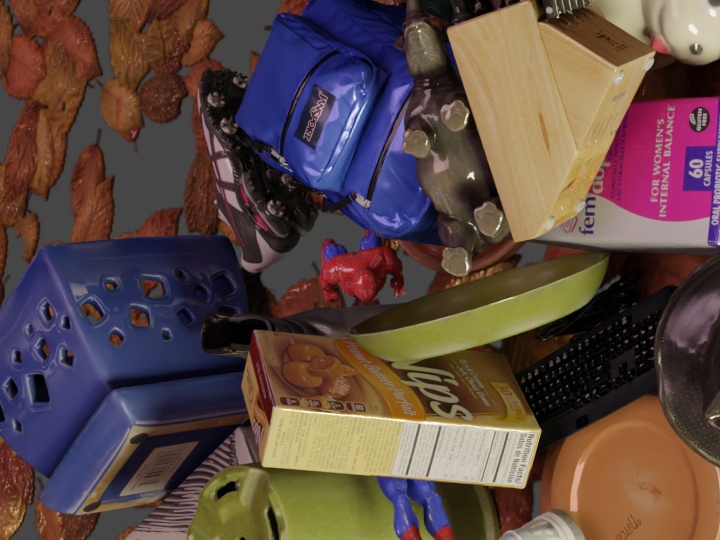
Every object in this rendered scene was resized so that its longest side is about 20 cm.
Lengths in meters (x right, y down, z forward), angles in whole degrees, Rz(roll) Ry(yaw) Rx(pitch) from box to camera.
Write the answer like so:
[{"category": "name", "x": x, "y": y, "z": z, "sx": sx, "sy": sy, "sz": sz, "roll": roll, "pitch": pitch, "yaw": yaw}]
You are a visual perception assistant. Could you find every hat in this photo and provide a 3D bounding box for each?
[{"category": "hat", "x": 0.273, "y": 0.074, "z": 1.238, "sx": 0.200, "sy": 0.081, "sz": 0.201, "roll": 10, "pitch": 112, "yaw": 25}]

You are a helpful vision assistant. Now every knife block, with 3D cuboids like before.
[{"category": "knife block", "x": 0.099, "y": -0.145, "z": 1.307, "sx": 0.176, "sy": 0.064, "sz": 0.200, "roll": 35, "pitch": 122, "yaw": 21}]

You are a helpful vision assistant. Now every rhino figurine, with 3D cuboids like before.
[{"category": "rhino figurine", "x": 0.059, "y": -0.100, "z": 1.345, "sx": 0.060, "sy": 0.087, "sz": 0.200, "roll": -15, "pitch": 96, "yaw": 13}]

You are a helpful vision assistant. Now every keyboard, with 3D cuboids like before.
[{"category": "keyboard", "x": 0.155, "y": 0.065, "z": 1.418, "sx": 0.200, "sy": 0.040, "sz": 0.104, "roll": -35, "pitch": 39, "yaw": 46}]

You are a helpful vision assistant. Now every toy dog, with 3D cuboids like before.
[{"category": "toy dog", "x": 0.208, "y": -0.205, "z": 1.376, "sx": 0.194, "sy": 0.140, "sz": 0.200, "roll": -41, "pitch": 40, "yaw": -21}]

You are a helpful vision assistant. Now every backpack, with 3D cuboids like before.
[{"category": "backpack", "x": 0.015, "y": -0.106, "z": 1.476, "sx": 0.200, "sy": 0.168, "sz": 0.163, "roll": 36, "pitch": 116, "yaw": 36}]

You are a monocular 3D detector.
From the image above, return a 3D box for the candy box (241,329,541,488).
[{"category": "candy box", "x": 0.020, "y": 0.101, "z": 1.418, "sx": 0.115, "sy": 0.200, "sz": 0.055, "roll": -112, "pitch": 31, "yaw": -60}]

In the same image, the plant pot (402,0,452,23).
[{"category": "plant pot", "x": 0.038, "y": -0.329, "z": 1.529, "sx": 0.200, "sy": 0.200, "sz": 0.196, "roll": 39, "pitch": 105, "yaw": 43}]

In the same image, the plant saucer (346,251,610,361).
[{"category": "plant saucer", "x": 0.089, "y": 0.030, "z": 1.404, "sx": 0.200, "sy": 0.200, "sz": 0.031, "roll": -13, "pitch": 96, "yaw": 45}]

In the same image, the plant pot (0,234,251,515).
[{"category": "plant pot", "x": -0.202, "y": 0.098, "z": 1.699, "sx": 0.200, "sy": 0.200, "sz": 0.180, "roll": -52, "pitch": 56, "yaw": 40}]

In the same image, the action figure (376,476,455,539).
[{"category": "action figure", "x": 0.027, "y": 0.148, "z": 1.447, "sx": 0.200, "sy": 0.065, "sz": 0.052, "roll": 50, "pitch": 128, "yaw": 42}]

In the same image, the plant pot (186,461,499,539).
[{"category": "plant pot", "x": -0.028, "y": 0.217, "z": 1.508, "sx": 0.200, "sy": 0.190, "sz": 0.200, "roll": -8, "pitch": 79, "yaw": 47}]

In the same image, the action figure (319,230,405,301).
[{"category": "action figure", "x": 0.000, "y": 0.000, "z": 1.524, "sx": 0.200, "sy": 0.065, "sz": 0.052, "roll": -111, "pitch": 12, "yaw": -85}]

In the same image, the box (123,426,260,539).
[{"category": "box", "x": -0.125, "y": 0.223, "z": 1.699, "sx": 0.200, "sy": 0.068, "sz": 0.082, "roll": -46, "pitch": 55, "yaw": 32}]

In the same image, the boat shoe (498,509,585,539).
[{"category": "boat shoe", "x": 0.109, "y": 0.264, "z": 1.425, "sx": 0.074, "sy": 0.065, "sz": 0.202, "roll": 50, "pitch": 136, "yaw": 40}]

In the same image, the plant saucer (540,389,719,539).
[{"category": "plant saucer", "x": 0.204, "y": 0.166, "z": 1.383, "sx": 0.200, "sy": 0.032, "sz": 0.201, "roll": -8, "pitch": 78, "yaw": 47}]

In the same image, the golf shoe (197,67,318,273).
[{"category": "golf shoe", "x": -0.111, "y": -0.093, "z": 1.728, "sx": 0.088, "sy": 0.077, "sz": 0.200, "roll": -51, "pitch": 49, "yaw": 41}]

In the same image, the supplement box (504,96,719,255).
[{"category": "supplement box", "x": 0.207, "y": -0.064, "z": 1.363, "sx": 0.200, "sy": 0.103, "sz": 0.101, "roll": 2, "pitch": 87, "yaw": 49}]

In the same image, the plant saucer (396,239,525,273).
[{"category": "plant saucer", "x": 0.092, "y": -0.096, "z": 1.537, "sx": 0.200, "sy": 0.037, "sz": 0.200, "roll": -7, "pitch": 80, "yaw": 46}]

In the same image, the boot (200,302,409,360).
[{"category": "boot", "x": -0.032, "y": 0.059, "z": 1.577, "sx": 0.200, "sy": 0.131, "sz": 0.068, "roll": -7, "pitch": 80, "yaw": 46}]
